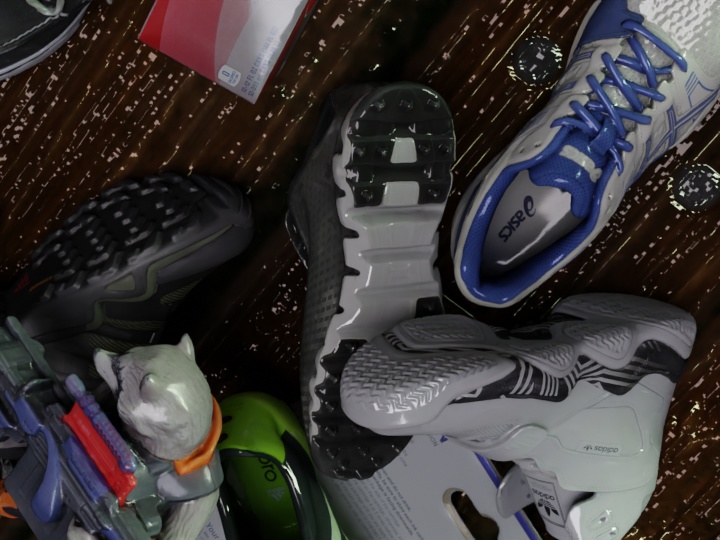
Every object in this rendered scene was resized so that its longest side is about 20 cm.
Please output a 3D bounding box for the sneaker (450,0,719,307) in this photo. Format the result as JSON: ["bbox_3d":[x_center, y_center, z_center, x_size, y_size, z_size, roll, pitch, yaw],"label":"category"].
[{"bbox_3d":[0.112,-0.061,0.739,0.075,0.088,0.200,32,110,-3],"label":"sneaker"}]

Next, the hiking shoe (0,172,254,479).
[{"bbox_3d":[-0.128,0.028,0.824,0.200,0.076,0.101,-31,127,11],"label":"hiking shoe"}]

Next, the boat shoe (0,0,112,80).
[{"bbox_3d":[-0.137,-0.154,0.749,0.199,0.068,0.074,-35,102,19],"label":"boat shoe"}]

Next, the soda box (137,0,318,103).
[{"bbox_3d":[-0.025,-0.179,0.723,0.063,0.070,0.200,29,112,-2],"label":"soda box"}]

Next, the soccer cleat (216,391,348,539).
[{"bbox_3d":[-0.027,0.155,0.798,0.067,0.081,0.200,-22,105,15],"label":"soccer cleat"}]

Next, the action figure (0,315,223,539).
[{"bbox_3d":[-0.129,0.083,0.754,0.200,0.105,0.193,57,136,16],"label":"action figure"}]

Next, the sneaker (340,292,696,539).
[{"bbox_3d":[0.076,0.079,0.751,0.075,0.200,0.115,21,113,49],"label":"sneaker"}]

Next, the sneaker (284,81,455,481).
[{"bbox_3d":[0.000,0.000,0.780,0.066,0.090,0.200,-2,109,-22],"label":"sneaker"}]

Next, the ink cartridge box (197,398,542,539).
[{"bbox_3d":[0.002,0.161,0.862,0.200,0.041,0.200,-28,104,17],"label":"ink cartridge box"}]
